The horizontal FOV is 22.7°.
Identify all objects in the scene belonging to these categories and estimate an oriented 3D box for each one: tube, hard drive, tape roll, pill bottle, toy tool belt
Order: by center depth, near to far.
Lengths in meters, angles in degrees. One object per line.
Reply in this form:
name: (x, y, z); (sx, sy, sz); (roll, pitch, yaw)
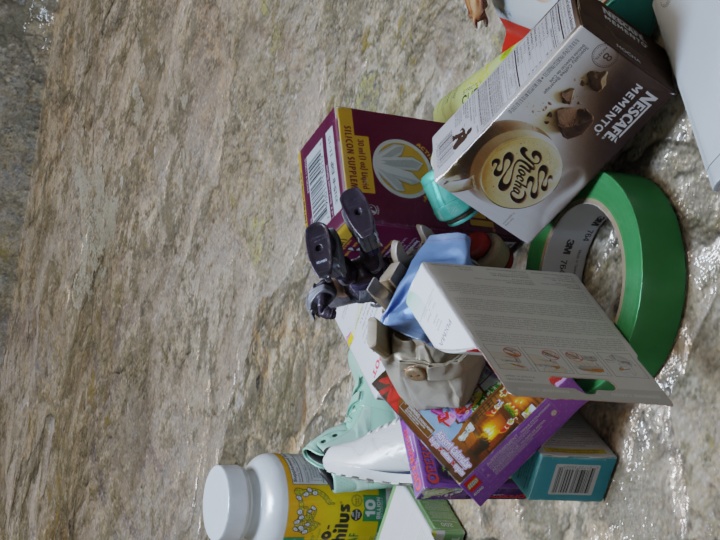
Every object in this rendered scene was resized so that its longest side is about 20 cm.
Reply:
hard drive: (0.306, -0.184, 1.476); (0.132, 0.026, 0.201); (126, 142, -48)
tape roll: (0.216, 0.012, 1.608); (0.200, 0.048, 0.202); (-175, 90, -65)
toy tool belt: (0.070, 0.020, 1.627); (0.124, 0.123, 0.201); (-9, 46, 40)
tube: (0.129, -0.182, 1.800); (0.200, 0.052, 0.058); (149, 107, -69)
pill bottle: (-0.069, 0.261, 1.997); (0.113, 0.199, 0.114); (-175, 90, -65)

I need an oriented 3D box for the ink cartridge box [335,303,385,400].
ink cartridge box: (0.042, 0.028, 1.939); (0.200, 0.085, 0.148); (60, 137, 49)

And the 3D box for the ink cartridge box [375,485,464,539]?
ink cartridge box: (0.068, 0.329, 1.867); (0.200, 0.048, 0.146); (-123, 45, -53)

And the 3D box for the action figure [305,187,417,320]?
action figure: (0.000, 0.000, 1.717); (0.070, 0.130, 0.200); (62, -178, 25)

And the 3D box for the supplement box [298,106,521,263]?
supplement box: (0.049, -0.074, 1.806); (0.103, 0.199, 0.132); (-46, 45, 52)

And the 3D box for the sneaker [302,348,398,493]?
sneaker: (-0.014, 0.158, 1.981); (0.074, 0.117, 0.201); (91, 165, -45)

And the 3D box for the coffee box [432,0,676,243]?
coffee box: (0.168, -0.137, 1.584); (0.200, 0.113, 0.080); (-46, 24, 27)

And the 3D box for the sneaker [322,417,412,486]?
sneaker: (0.051, 0.182, 1.848); (0.199, 0.076, 0.081); (-4, 81, 31)

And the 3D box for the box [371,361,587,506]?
box: (0.105, 0.110, 1.640); (0.137, 0.039, 0.200); (-44, 33, -1)

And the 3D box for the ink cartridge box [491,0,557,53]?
ink cartridge box: (0.167, -0.258, 1.767); (0.162, 0.050, 0.202); (38, 117, 62)

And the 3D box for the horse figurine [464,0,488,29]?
horse figurine: (0.113, -0.363, 1.799); (0.133, 0.050, 0.201); (-116, 37, -52)

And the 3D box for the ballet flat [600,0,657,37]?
ballet flat: (0.214, -0.189, 1.645); (0.071, 0.069, 0.201); (-88, 15, -58)

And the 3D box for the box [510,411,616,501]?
box: (0.155, 0.140, 1.675); (0.200, 0.082, 0.049); (-127, 47, -56)

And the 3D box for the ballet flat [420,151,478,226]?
ballet flat: (0.111, -0.115, 1.723); (0.067, 0.200, 0.071); (-22, 106, 32)

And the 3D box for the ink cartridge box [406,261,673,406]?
ink cartridge box: (0.147, 0.066, 1.500); (0.200, 0.160, 0.050); (-119, 41, -50)

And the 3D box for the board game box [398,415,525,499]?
board game box: (0.094, 0.130, 1.766); (0.032, 0.119, 0.201); (127, 142, -48)
